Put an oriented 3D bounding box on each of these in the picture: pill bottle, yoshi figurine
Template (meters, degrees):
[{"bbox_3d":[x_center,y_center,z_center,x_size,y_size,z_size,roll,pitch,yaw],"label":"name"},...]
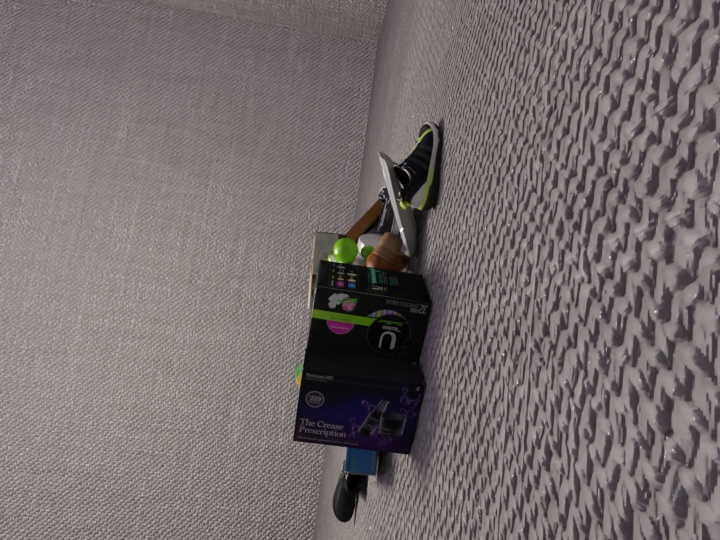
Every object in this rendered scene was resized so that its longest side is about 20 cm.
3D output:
[{"bbox_3d":[0.026,0.016,1.407,0.115,0.113,0.202,-92,11,-64],"label":"pill bottle"},{"bbox_3d":[-0.003,-0.009,1.289,0.112,0.199,0.113,21,-80,-56],"label":"yoshi figurine"}]

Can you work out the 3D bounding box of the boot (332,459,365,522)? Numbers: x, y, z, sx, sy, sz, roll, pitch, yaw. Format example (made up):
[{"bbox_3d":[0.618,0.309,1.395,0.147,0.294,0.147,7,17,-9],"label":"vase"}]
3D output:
[{"bbox_3d":[-0.025,0.574,1.423,0.200,0.065,0.166,122,155,-67],"label":"boot"}]

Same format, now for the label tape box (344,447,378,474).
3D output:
[{"bbox_3d":[0.010,0.357,1.160,0.200,0.063,0.146,85,-170,-69],"label":"label tape box"}]

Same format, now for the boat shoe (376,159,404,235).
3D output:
[{"bbox_3d":[0.077,-0.191,1.414,0.072,0.067,0.202,158,121,-84],"label":"boat shoe"}]

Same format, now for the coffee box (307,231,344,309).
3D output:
[{"bbox_3d":[-0.093,0.002,1.447,0.114,0.079,0.202,-171,86,-82],"label":"coffee box"}]

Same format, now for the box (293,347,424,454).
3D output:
[{"bbox_3d":[-0.006,0.220,0.919,0.079,0.198,0.143,-96,14,-73],"label":"box"}]

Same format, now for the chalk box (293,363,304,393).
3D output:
[{"bbox_3d":[-0.035,0.256,1.275,0.124,0.199,0.126,13,-125,-56],"label":"chalk box"}]

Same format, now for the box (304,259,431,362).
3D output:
[{"bbox_3d":[0.009,0.082,0.980,0.125,0.198,0.150,-94,12,-67],"label":"box"}]

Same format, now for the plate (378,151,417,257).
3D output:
[{"bbox_3d":[0.083,-0.149,1.154,0.200,0.032,0.201,-98,-9,-72],"label":"plate"}]

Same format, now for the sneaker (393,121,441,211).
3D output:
[{"bbox_3d":[0.104,-0.204,1.030,0.072,0.082,0.202,108,169,-61],"label":"sneaker"}]

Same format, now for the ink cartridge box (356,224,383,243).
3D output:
[{"bbox_3d":[0.015,-0.023,1.497,0.200,0.047,0.161,-44,-27,-49],"label":"ink cartridge box"}]

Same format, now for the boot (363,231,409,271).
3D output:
[{"bbox_3d":[0.033,0.015,1.136,0.156,0.073,0.200,-61,-15,-9],"label":"boot"}]

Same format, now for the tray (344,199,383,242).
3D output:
[{"bbox_3d":[0.026,-0.135,1.495,0.200,0.037,0.099,-47,-8,-19],"label":"tray"}]
